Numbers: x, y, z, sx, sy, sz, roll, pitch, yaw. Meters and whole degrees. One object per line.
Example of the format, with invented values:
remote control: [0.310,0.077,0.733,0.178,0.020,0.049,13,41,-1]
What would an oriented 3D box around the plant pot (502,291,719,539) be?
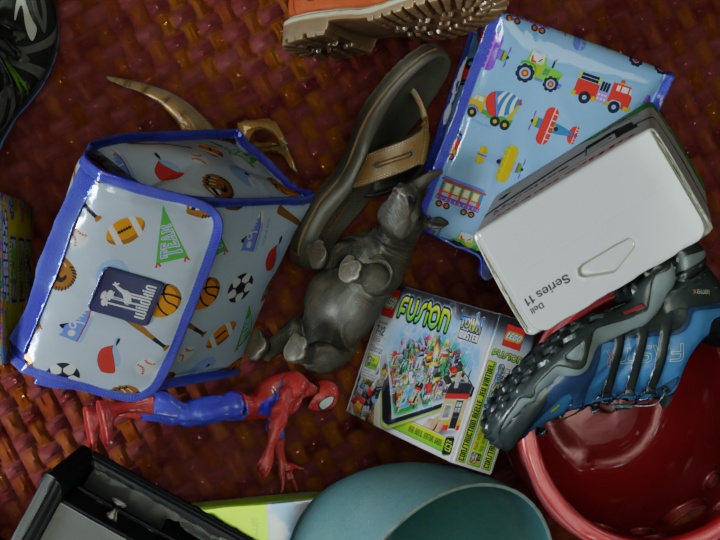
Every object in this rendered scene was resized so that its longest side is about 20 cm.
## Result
plant pot: [0.195,0.102,1.385,0.198,0.182,0.203,0,91,-9]

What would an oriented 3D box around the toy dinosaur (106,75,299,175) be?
toy dinosaur: [-0.108,-0.084,1.433,0.105,0.060,0.202,-25,91,-2]

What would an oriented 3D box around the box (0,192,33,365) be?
box: [-0.346,0.008,1.351,0.197,0.193,0.124,0,90,-4]

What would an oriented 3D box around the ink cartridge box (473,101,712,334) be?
ink cartridge box: [0.165,-0.041,1.310,0.146,0.200,0.084,-31,95,12]

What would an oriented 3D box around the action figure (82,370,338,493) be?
action figure: [-0.103,0.131,1.412,0.198,0.065,0.100,-10,86,-25]

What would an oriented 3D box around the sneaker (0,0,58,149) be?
sneaker: [-0.278,-0.151,1.394,0.070,0.083,0.201,19,62,0]

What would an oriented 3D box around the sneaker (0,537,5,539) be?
sneaker: [-0.271,0.279,1.414,0.200,0.076,0.116,35,86,-5]

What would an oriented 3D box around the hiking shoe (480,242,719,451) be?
hiking shoe: [0.173,0.067,1.257,0.199,0.074,0.087,-38,93,-6]

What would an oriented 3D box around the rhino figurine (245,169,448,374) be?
rhino figurine: [0.000,0.000,1.413,0.060,0.087,0.201,45,107,28]

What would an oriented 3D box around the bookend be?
bookend: [-0.146,0.219,1.316,0.197,0.200,0.093,29,90,-1]

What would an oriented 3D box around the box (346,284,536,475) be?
box: [0.056,0.075,1.374,0.034,0.200,0.111,18,89,-23]

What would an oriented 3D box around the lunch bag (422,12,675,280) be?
lunch bag: [0.133,-0.085,1.442,0.149,0.094,0.202,19,98,-6]

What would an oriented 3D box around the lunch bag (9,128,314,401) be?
lunch bag: [-0.148,-0.004,1.328,0.123,0.199,0.171,36,113,30]

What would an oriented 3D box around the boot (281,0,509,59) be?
boot: [0.025,-0.226,1.397,0.198,0.075,0.109,-2,77,36]

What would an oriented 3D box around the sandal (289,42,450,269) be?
sandal: [0.016,-0.080,1.426,0.054,0.082,0.201,34,91,18]

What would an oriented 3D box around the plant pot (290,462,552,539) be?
plant pot: [0.022,0.219,1.337,0.199,0.134,0.202,-16,118,-33]

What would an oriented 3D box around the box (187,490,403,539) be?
box: [-0.064,0.236,1.441,0.197,0.048,0.124,-4,90,-2]
